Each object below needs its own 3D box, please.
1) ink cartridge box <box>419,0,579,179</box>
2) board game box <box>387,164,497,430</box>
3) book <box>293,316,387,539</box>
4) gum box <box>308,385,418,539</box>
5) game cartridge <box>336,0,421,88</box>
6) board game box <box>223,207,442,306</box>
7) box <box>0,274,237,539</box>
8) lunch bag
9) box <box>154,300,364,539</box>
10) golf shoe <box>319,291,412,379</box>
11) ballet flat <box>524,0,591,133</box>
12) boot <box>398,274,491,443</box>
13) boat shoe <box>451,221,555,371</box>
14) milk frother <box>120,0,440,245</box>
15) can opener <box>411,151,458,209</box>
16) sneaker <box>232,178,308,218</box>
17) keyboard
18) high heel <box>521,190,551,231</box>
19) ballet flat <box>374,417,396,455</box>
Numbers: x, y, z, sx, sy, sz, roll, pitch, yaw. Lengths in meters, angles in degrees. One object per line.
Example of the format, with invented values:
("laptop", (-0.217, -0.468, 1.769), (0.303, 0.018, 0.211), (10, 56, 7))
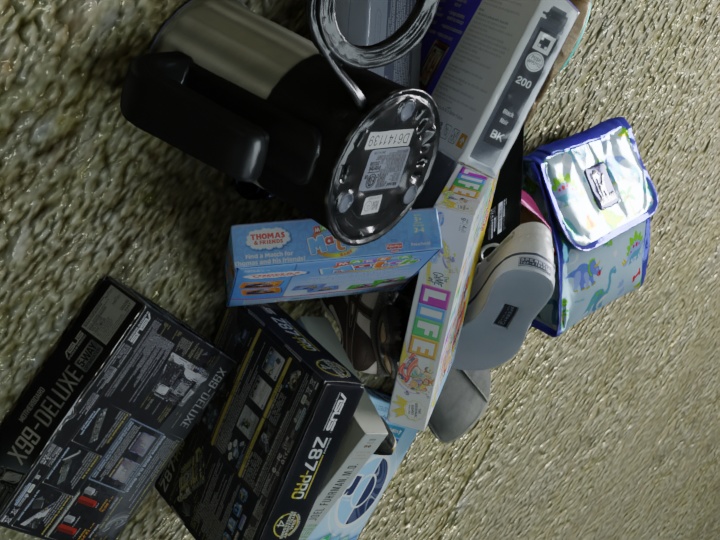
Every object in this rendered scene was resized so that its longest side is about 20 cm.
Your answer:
("ink cartridge box", (0.103, -0.191, 1.191), (0.043, 0.198, 0.200), (22, 99, -23))
("board game box", (0.071, 0.016, 1.227), (0.134, 0.034, 0.200), (-57, 161, -62))
("book", (-0.060, 0.157, 1.255), (0.048, 0.134, 0.200), (7, 129, -39))
("gum box", (-0.028, 0.215, 1.504), (0.200, 0.045, 0.170), (-60, 151, 2))
("game cartridge", (0.013, -0.174, 1.129), (0.133, 0.041, 0.200), (-16, 110, -73))
("board game box", (-0.028, -0.007, 1.131), (0.200, 0.151, 0.037), (131, -47, -79))
("box", (-0.201, 0.120, 1.150), (0.200, 0.050, 0.158), (-56, 151, -4))
("lunch bag", (0.232, -0.054, 1.582), (0.170, 0.127, 0.200), (-25, 124, -41))
("box", (-0.091, 0.142, 1.222), (0.049, 0.161, 0.200), (9, 110, -42))
("golf shoe", (0.000, 0.000, 1.324), (0.078, 0.094, 0.200), (-19, 107, -64))
("ballet flat", (0.150, -0.196, 1.391), (0.072, 0.068, 0.200), (19, 105, -40))
("boot", (0.098, 0.069, 1.503), (0.182, 0.073, 0.200), (-53, 138, -7))
("boat shoe", (0.125, 0.017, 1.339), (0.202, 0.075, 0.086), (116, -11, -55))
("milk frother", (-0.045, -0.150, 0.996), (0.180, 0.188, 0.200), (17, 102, -60))
("can opener", (0.090, -0.129, 1.308), (0.200, 0.067, 0.053), (-61, 147, -17))
("sneaker", (-0.053, -0.068, 1.190), (0.112, 0.073, 0.200), (-35, 135, -29))
("keyboard", (0.110, -0.050, 1.380), (0.104, 0.040, 0.200), (-35, 137, -37))
("high heel", (0.110, -0.066, 1.400), (0.067, 0.096, 0.200), (-61, 151, 5))
("ballet flat", (-0.019, 0.118, 1.367), (0.200, 0.066, 0.057), (49, 47, -43))
